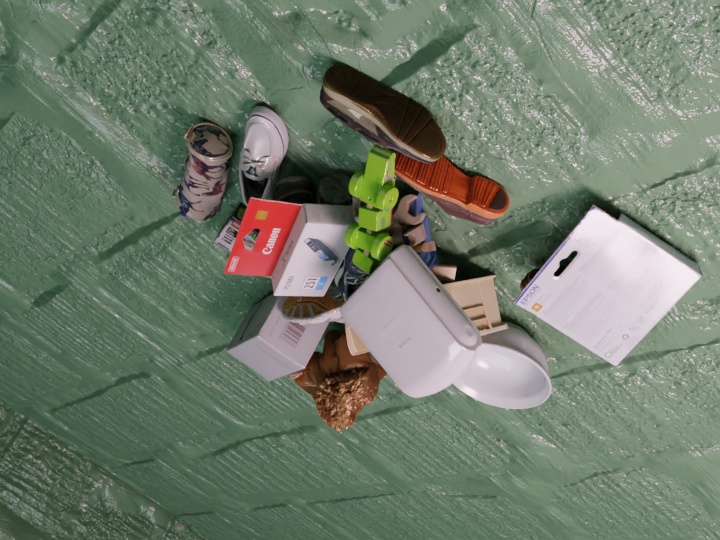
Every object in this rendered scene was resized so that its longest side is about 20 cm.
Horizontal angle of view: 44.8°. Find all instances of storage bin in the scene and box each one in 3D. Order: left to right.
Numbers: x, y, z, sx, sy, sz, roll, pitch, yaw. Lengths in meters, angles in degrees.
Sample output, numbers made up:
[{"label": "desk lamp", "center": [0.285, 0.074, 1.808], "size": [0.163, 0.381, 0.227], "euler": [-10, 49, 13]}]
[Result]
[{"label": "storage bin", "center": [0.104, 0.076, 1.454], "size": [0.198, 0.197, 0.095], "euler": [-11, 89, 41]}]

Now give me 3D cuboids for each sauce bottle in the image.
[{"label": "sauce bottle", "center": [-0.036, -0.076, 1.456], "size": [0.064, 0.065, 0.201], "euler": [16, 146, 12]}]

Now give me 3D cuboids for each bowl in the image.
[{"label": "bowl", "center": [0.252, 0.155, 1.565], "size": [0.198, 0.091, 0.203], "euler": [16, 144, 12]}]

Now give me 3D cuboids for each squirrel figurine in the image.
[{"label": "squirrel figurine", "center": [-0.050, 0.207, 1.706], "size": [0.185, 0.202, 0.142], "euler": [-24, 134, 22]}]

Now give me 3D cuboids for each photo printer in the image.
[{"label": "photo printer", "center": [0.077, 0.085, 1.303], "size": [0.201, 0.069, 0.166], "euler": [51, 133, 6]}]

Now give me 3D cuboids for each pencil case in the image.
[{"label": "pencil case", "center": [-0.266, -0.164, 1.469], "size": [0.088, 0.079, 0.201], "euler": [9, 149, -13]}]

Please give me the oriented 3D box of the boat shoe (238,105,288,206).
[{"label": "boat shoe", "center": [-0.164, -0.175, 1.402], "size": [0.071, 0.066, 0.201], "euler": [24, 146, 1]}]

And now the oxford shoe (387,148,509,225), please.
[{"label": "oxford shoe", "center": [0.119, -0.119, 1.300], "size": [0.198, 0.072, 0.073], "euler": [27, 151, -4]}]

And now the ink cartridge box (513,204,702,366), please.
[{"label": "ink cartridge box", "center": [0.360, 0.019, 1.292], "size": [0.198, 0.041, 0.201], "euler": [31, 119, -10]}]

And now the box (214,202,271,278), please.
[{"label": "box", "center": [-0.164, -0.034, 1.619], "size": [0.199, 0.035, 0.110], "euler": [33, 145, -12]}]

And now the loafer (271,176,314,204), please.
[{"label": "loafer", "center": [-0.101, -0.080, 1.456], "size": [0.074, 0.070, 0.201], "euler": [-16, 148, -5]}]

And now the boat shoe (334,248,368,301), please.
[{"label": "boat shoe", "center": [0.000, 0.000, 1.485], "size": [0.074, 0.063, 0.201], "euler": [-13, 155, -25]}]

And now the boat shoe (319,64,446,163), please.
[{"label": "boat shoe", "center": [0.030, -0.214, 1.234], "size": [0.199, 0.074, 0.065], "euler": [36, 151, 0]}]

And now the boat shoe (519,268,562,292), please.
[{"label": "boat shoe", "center": [0.352, 0.039, 1.371], "size": [0.197, 0.071, 0.071], "euler": [19, 142, -4]}]

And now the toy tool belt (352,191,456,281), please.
[{"label": "toy tool belt", "center": [0.074, -0.067, 1.367], "size": [0.121, 0.125, 0.203], "euler": [-9, 111, 23]}]

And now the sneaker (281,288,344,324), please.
[{"label": "sneaker", "center": [-0.048, 0.075, 1.627], "size": [0.197, 0.077, 0.088], "euler": [-10, 145, 17]}]

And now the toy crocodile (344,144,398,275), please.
[{"label": "toy crocodile", "center": [0.022, -0.084, 1.278], "size": [0.067, 0.061, 0.203], "euler": [23, 120, 31]}]

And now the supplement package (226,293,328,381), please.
[{"label": "supplement package", "center": [-0.168, 0.131, 1.744], "size": [0.117, 0.118, 0.199], "euler": [35, 154, -15]}]

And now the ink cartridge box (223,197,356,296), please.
[{"label": "ink cartridge box", "center": [-0.113, -0.032, 1.402], "size": [0.173, 0.045, 0.201], "euler": [2, 144, -22]}]
